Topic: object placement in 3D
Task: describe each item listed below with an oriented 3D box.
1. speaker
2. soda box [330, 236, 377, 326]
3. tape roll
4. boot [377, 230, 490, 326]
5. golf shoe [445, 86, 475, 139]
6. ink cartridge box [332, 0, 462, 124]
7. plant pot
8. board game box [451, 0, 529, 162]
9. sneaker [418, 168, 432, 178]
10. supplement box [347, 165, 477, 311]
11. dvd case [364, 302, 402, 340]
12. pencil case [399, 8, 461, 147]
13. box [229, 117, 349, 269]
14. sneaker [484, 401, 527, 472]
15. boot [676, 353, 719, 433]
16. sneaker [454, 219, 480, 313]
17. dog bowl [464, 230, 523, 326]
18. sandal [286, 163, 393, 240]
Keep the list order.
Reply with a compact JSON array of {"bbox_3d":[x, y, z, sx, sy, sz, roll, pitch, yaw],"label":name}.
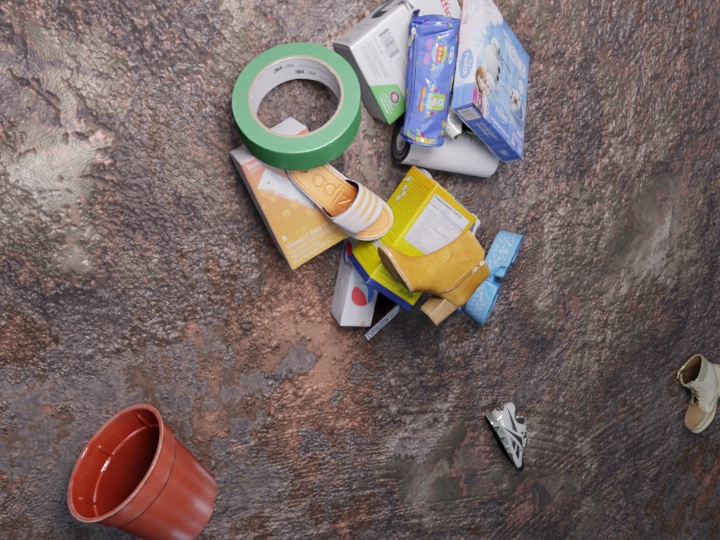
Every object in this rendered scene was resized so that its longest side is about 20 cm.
[{"bbox_3d":[0.159,-0.223,1.131,0.194,0.081,0.084,4,109,-26],"label":"speaker"},{"bbox_3d":[0.000,0.000,1.160,0.066,0.064,0.206,4,109,-25],"label":"soda box"},{"bbox_3d":[-0.096,-0.252,0.944,0.197,0.203,0.048,-29,159,-10],"label":"tape roll"},{"bbox_3d":[0.125,-0.017,1.006,0.144,0.071,0.202,-45,125,-4],"label":"boot"},{"bbox_3d":[0.201,-0.277,1.097,0.197,0.099,0.079,-22,163,-33],"label":"golf shoe"},{"bbox_3d":[0.076,-0.369,1.031,0.198,0.084,0.147,-38,122,-6],"label":"ink cartridge box"},{"bbox_3d":[-0.365,0.376,1.085,0.199,0.201,0.197,-39,129,-4],"label":"plant pot"},{"bbox_3d":[0.223,-0.319,1.037,0.198,0.042,0.205,25,67,-50],"label":"board game box"},{"bbox_3d":[0.113,-0.086,1.179,0.113,0.074,0.205,11,108,-36],"label":"sneaker"},{"bbox_3d":[0.087,-0.055,1.070,0.108,0.110,0.202,32,100,-30],"label":"supplement box"},{"bbox_3d":[0.084,0.054,1.176,0.199,0.149,0.016,-43,87,0],"label":"dvd case"},{"bbox_3d":[0.106,-0.299,0.979,0.085,0.078,0.206,-9,117,-29],"label":"pencil case"},{"bbox_3d":[-0.115,-0.129,1.036,0.122,0.097,0.204,-30,119,-10],"label":"box"},{"bbox_3d":[0.372,0.399,1.483,0.087,0.074,0.203,-32,120,-6],"label":"sneaker"},{"bbox_3d":[0.927,0.339,1.712,0.152,0.072,0.205,22,95,-30],"label":"boot"},{"bbox_3d":[0.209,-0.012,1.243,0.086,0.075,0.206,-13,116,-19],"label":"sneaker"},{"bbox_3d":[0.270,0.012,1.267,0.049,0.111,0.205,26,103,15],"label":"dog bowl"},{"bbox_3d":[-0.031,-0.110,0.978,0.204,0.059,0.080,33,96,-23],"label":"sandal"}]
